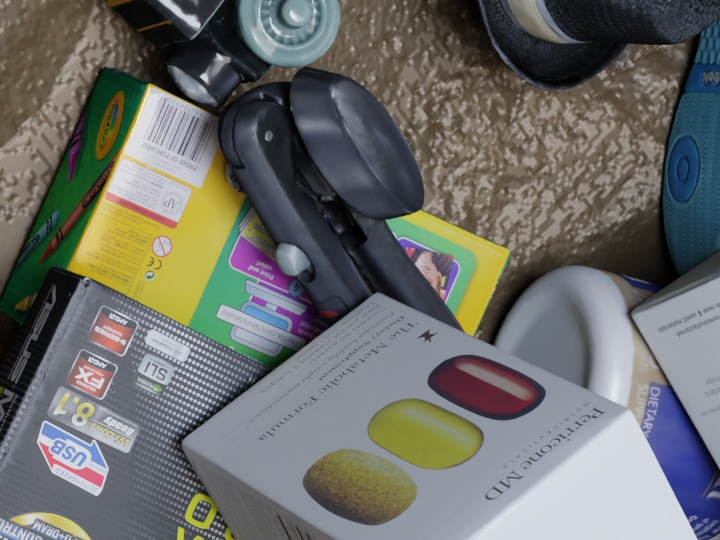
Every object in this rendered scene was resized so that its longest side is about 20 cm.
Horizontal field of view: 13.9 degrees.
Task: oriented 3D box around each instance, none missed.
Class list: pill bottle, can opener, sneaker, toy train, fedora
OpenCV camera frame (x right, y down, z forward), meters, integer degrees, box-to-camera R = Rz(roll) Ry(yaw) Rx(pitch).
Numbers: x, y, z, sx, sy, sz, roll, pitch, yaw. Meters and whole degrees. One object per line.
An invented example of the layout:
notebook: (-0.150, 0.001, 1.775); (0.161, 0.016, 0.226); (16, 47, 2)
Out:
pill bottle: (0.167, 0.072, 1.396); (0.199, 0.116, 0.116); (13, 96, -27)
can opener: (0.000, 0.000, 1.270); (0.063, 0.078, 0.201); (-40, 123, -22)
sneaker: (0.223, -0.080, 1.409); (0.130, 0.079, 0.201); (9, 98, -24)
toy train: (-0.034, -0.170, 1.270); (0.114, 0.085, 0.200); (40, 79, -17)
fedora: (0.133, -0.170, 1.304); (0.200, 0.091, 0.202); (-26, 125, -46)

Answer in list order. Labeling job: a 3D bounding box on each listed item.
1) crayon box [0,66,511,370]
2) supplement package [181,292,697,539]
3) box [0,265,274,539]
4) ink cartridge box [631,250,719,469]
crayon box: (-0.045, 0.005, 1.316); (0.199, 0.058, 0.119); (24, 91, -27)
supplement package: (0.036, 0.102, 1.173); (0.114, 0.200, 0.110); (-37, 117, -17)
box: (-0.077, 0.112, 1.261); (0.200, 0.044, 0.161); (29, 84, -25)
ink cartridge box: (0.237, 0.064, 1.321); (0.145, 0.083, 0.201); (-32, 92, -34)
